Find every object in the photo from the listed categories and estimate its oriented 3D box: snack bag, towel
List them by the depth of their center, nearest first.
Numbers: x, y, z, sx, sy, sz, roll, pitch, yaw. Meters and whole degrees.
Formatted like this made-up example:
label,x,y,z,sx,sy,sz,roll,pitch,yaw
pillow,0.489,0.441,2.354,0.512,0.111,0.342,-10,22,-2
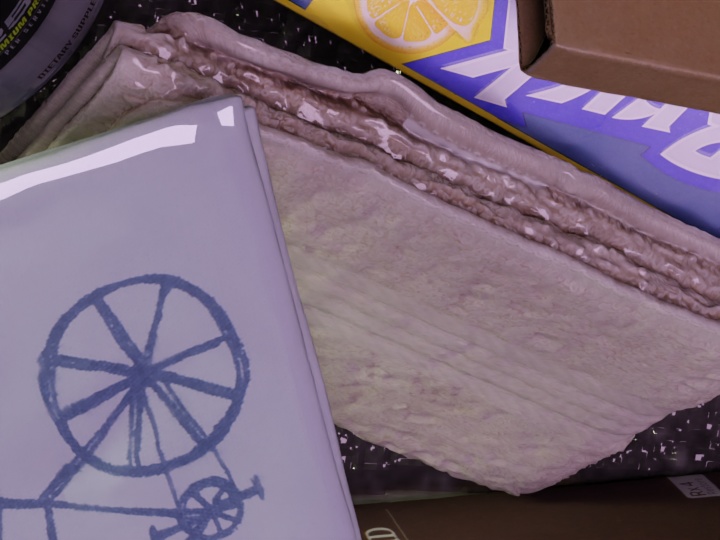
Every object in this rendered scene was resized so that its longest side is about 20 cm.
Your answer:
label,x,y,z,sx,sy,sz,roll,pitch,yaw
snack bag,-0.100,0.067,0.641,0.199,0.021,0.189,-17,116,-5
towel,0.000,0.000,0.702,0.199,0.132,0.035,24,58,-21

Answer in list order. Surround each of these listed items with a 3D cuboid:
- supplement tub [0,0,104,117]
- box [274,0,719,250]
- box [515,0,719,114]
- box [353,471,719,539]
label,x,y,z,sx,sy,sz,roll,pitch,yaw
supplement tub,-0.134,-0.099,0.583,0.122,0.200,0.123,-1,85,11
box,0.045,-0.076,0.698,0.200,0.064,0.070,28,105,-11
box,0.129,-0.105,0.685,0.199,0.021,0.164,9,62,-22
box,0.094,0.107,0.763,0.199,0.100,0.075,-6,107,-12
